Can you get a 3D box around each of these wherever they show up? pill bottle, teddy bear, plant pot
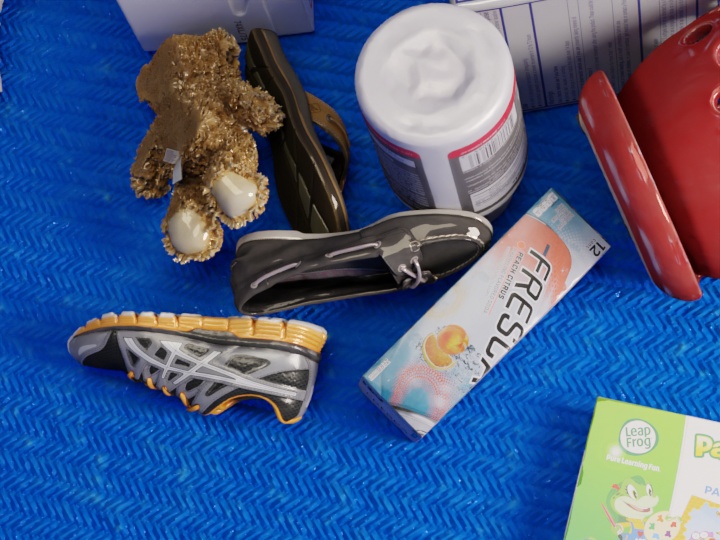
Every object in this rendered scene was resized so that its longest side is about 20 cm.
[{"bbox_3d":[0.064,-0.101,1.430,0.111,0.200,0.111,-3,69,8],"label":"pill bottle"},{"bbox_3d":[-0.116,-0.094,1.514,0.145,0.067,0.200,-56,38,19],"label":"teddy bear"},{"bbox_3d":[0.265,-0.082,1.394,0.182,0.200,0.201,-25,67,8],"label":"plant pot"}]

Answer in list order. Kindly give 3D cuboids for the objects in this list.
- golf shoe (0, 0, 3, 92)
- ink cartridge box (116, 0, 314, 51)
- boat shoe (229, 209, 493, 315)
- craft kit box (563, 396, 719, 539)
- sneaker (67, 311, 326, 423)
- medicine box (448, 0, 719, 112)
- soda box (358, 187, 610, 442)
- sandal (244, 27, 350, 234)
[{"bbox_3d":[-0.318,-0.188,1.612,0.097,0.078,0.200,38,85,3],"label":"golf shoe"},{"bbox_3d":[-0.121,-0.299,1.567,0.146,0.147,0.200,-6,68,7],"label":"ink cartridge box"},{"bbox_3d":[0.000,0.000,1.451,0.200,0.067,0.057,-6,55,16],"label":"boat shoe"},{"bbox_3d":[0.239,0.204,1.370,0.200,0.049,0.198,11,69,14],"label":"craft kit box"},{"bbox_3d":[-0.125,0.070,1.469,0.200,0.078,0.077,3,88,17],"label":"sneaker"},{"bbox_3d":[0.166,-0.210,1.464,0.200,0.182,0.103,-9,67,6],"label":"medicine box"},{"bbox_3d":[0.090,0.033,1.440,0.064,0.068,0.200,44,82,4],"label":"soda box"},{"bbox_3d":[-0.040,-0.102,1.527,0.055,0.082,0.200,-10,61,-22],"label":"sandal"}]
